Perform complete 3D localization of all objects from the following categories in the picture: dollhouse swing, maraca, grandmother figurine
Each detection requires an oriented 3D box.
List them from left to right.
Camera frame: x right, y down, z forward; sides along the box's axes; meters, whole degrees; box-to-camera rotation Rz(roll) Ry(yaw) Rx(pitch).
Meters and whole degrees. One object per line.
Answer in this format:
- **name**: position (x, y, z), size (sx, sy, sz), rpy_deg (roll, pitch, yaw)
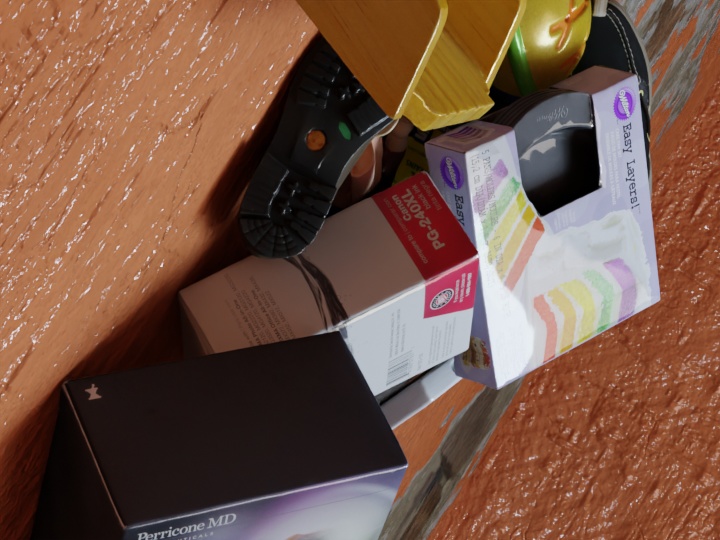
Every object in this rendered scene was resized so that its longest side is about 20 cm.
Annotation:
- **grandmother figurine**: position (-0.007, -0.064, 1.550), size (0.121, 0.061, 0.200), rpy_deg (-29, 162, -5)
- **dollhouse swing**: position (0.059, -0.211, 1.226), size (0.176, 0.182, 0.200), rpy_deg (-41, 173, 18)
- **maraca**: position (0.128, -0.188, 1.625), size (0.200, 0.106, 0.138), rpy_deg (62, 27, -56)

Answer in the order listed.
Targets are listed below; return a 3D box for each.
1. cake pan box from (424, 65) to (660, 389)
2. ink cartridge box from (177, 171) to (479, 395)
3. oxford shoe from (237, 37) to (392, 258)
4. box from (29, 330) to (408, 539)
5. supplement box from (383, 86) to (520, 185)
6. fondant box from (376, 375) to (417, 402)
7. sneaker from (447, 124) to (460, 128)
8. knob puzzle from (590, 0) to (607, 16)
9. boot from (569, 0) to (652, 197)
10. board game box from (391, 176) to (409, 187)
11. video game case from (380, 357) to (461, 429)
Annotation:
- **cake pan box**: position (0.139, -0.038, 1.574), size (0.183, 0.052, 0.202), rpy_deg (-25, 117, -35)
- **ink cartridge box**: position (-0.024, 0.036, 1.471), size (0.199, 0.084, 0.146), rpy_deg (-26, 155, -14)
- **oxford shoe**: position (-0.024, -0.097, 1.408), size (0.201, 0.072, 0.084), rpy_deg (-55, -175, -10)
- **box**: position (-0.099, 0.161, 1.365), size (0.198, 0.124, 0.199), rpy_deg (-10, 141, -26)
- **supplement box**: position (0.069, -0.061, 1.750), size (0.110, 0.108, 0.201), rpy_deg (-44, 160, -53)
- **fondant box**: position (-0.030, 0.104, 1.692), size (0.199, 0.058, 0.144), rpy_deg (-35, 177, 21)
- **sneaker**: position (0.071, -0.193, 1.495), size (0.073, 0.082, 0.201), rpy_deg (-42, 158, -48)
- **knob puzzle**: position (0.200, -0.313, 1.669), size (0.220, 0.030, 0.222), rpy_deg (-175, -90, -89)
- **boot**: position (0.198, -0.110, 1.709), size (0.151, 0.072, 0.202), rpy_deg (-63, 149, -67)
- **board game box**: position (0.000, 0.000, 1.605), size (0.134, 0.029, 0.200), rpy_deg (-33, 165, 0)
- **video game case**: position (0.024, 0.115, 1.689), size (0.200, 0.023, 0.182), rpy_deg (-37, 177, 33)
